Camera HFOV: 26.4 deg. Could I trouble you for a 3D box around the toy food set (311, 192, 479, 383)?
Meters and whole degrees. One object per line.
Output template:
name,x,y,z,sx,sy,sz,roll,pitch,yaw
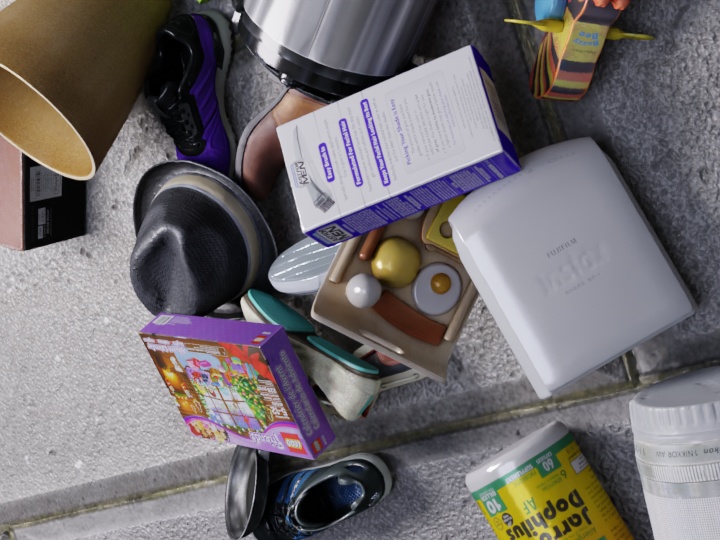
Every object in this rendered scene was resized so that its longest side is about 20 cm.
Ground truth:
toy food set,0.058,-0.015,1.433,0.143,0.060,0.201,26,88,-7

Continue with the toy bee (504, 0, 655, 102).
toy bee,0.189,-0.228,1.328,0.130,0.109,0.201,-14,121,-3

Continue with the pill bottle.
pill bottle,0.195,0.255,1.452,0.113,0.113,0.201,-34,83,33

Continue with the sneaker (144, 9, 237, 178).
sneaker,-0.185,-0.167,1.591,0.069,0.099,0.202,6,104,32

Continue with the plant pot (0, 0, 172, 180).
plant pot,-0.287,-0.228,1.576,0.186,0.200,0.187,31,158,14

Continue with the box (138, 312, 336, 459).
box,-0.126,0.114,1.545,0.199,0.039,0.137,3,126,47

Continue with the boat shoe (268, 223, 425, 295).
boat shoe,0.000,0.000,1.535,0.199,0.074,0.067,-13,130,35

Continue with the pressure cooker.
pressure cooker,-0.022,-0.253,1.418,0.176,0.178,0.201,57,132,46

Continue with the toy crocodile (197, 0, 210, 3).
toy crocodile,-0.109,-0.345,1.532,0.068,0.062,0.200,47,116,14

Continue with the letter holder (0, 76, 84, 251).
letter holder,-0.397,-0.139,1.731,0.141,0.100,0.201,13,108,31

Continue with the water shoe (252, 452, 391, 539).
water shoe,-0.059,0.247,1.627,0.200,0.079,0.072,-32,84,34

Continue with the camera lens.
camera lens,0.328,0.194,1.327,0.159,0.160,0.201,-10,96,33

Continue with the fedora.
fedora,-0.180,-0.012,1.597,0.200,0.092,0.202,17,131,20

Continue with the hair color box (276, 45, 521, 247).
hair color box,0.033,-0.110,1.383,0.199,0.065,0.110,-20,70,15

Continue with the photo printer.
photo printer,0.185,-0.010,1.385,0.166,0.069,0.201,-29,85,1

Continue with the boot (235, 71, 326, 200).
boot,-0.015,-0.115,1.538,0.199,0.068,0.189,31,109,14

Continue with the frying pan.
frying pan,-0.116,0.200,1.658,0.115,0.031,0.191,-142,64,-68

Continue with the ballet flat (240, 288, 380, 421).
ballet flat,-0.062,0.086,1.534,0.200,0.067,0.063,33,104,40

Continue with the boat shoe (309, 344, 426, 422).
boat shoe,-0.007,0.121,1.574,0.200,0.071,0.063,-35,86,29
